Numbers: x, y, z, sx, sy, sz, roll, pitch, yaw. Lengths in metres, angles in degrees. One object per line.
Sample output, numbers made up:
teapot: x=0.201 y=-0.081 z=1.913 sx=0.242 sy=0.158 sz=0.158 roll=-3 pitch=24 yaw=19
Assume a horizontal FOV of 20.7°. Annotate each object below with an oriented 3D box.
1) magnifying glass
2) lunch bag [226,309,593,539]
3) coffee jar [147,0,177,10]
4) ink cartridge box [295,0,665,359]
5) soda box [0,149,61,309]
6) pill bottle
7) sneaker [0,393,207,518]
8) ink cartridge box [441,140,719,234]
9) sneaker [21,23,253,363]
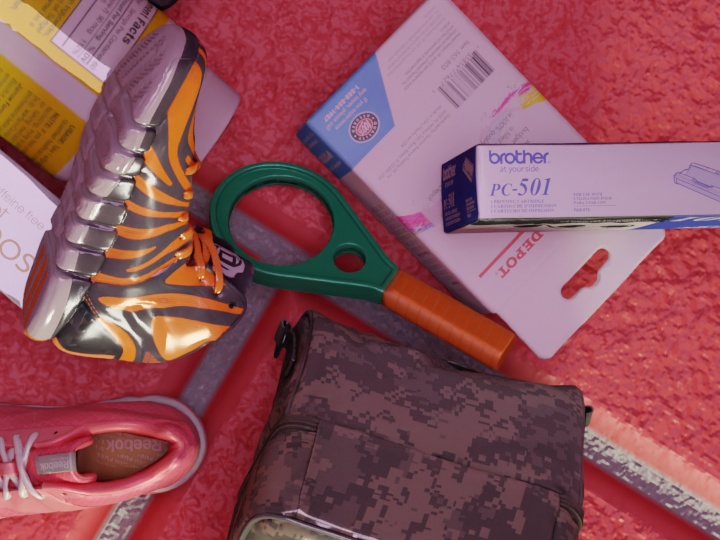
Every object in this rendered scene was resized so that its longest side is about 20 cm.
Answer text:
magnifying glass: x=0.000 y=0.000 z=1.160 sx=0.199 sy=0.022 sz=0.080 roll=29 pitch=60 yaw=14
lunch bag: x=0.032 y=0.120 z=1.137 sx=0.199 sy=0.140 sz=0.169 roll=17 pitch=58 yaw=-6
coffee jar: x=-0.094 y=-0.255 z=1.157 sx=0.104 sy=0.085 sz=0.200 roll=38 pitch=84 yaw=-12
ink cartridge box: x=0.072 y=-0.053 z=1.181 sx=0.115 sy=0.068 sz=0.200 roll=-45 pitch=94 yaw=-8
soda box: x=-0.221 y=-0.039 z=1.142 sx=0.200 sy=0.068 sz=0.064 roll=41 pitch=84 yaw=-4
pill bottle: x=-0.174 y=-0.123 z=1.124 sx=0.200 sy=0.114 sz=0.115 roll=38 pitch=84 yaw=-12
sneaker: x=-0.187 y=0.105 z=1.133 sx=0.199 sy=0.087 sz=0.074 roll=-9 pitch=88 yaw=-8
ink cartridge box: x=0.152 y=-0.047 z=1.111 sx=0.199 sy=0.094 sz=0.045 roll=-2 pitch=87 yaw=-10
sneaker: x=-0.102 y=-0.035 z=1.074 sx=0.111 sy=0.078 sz=0.201 roll=17 pitch=120 yaw=-21
